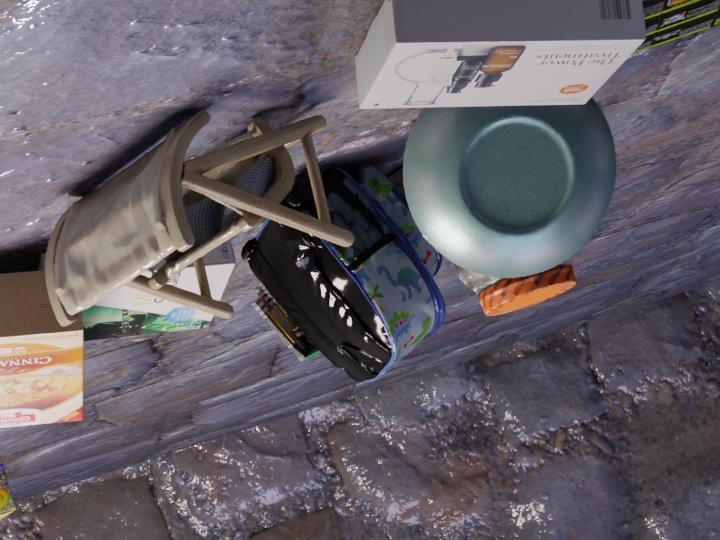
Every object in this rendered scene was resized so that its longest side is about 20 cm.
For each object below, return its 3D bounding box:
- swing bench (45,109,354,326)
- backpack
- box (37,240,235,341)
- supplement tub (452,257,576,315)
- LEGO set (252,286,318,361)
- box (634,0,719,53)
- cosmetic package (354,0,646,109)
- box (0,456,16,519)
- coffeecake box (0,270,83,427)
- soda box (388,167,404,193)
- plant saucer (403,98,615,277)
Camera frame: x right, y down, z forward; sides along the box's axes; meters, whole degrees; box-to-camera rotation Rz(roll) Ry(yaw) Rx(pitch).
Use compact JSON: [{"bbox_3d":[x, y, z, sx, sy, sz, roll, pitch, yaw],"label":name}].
[{"bbox_3d":[-0.149,-0.046,1.470,0.199,0.131,0.198,-1,161,-44],"label":"swing bench"},{"bbox_3d":[0.000,0.000,1.755,0.147,0.200,0.183,-36,176,-24],"label":"backpack"},{"bbox_3d":[-0.240,0.023,1.746,0.199,0.037,0.145,-5,151,-20],"label":"box"},{"bbox_3d":[0.135,-0.065,1.652,0.122,0.201,0.123,-19,170,-3],"label":"supplement tub"},{"bbox_3d":[-0.042,0.014,2.110,0.154,0.116,0.200,-47,-169,-33],"label":"LEGO set"},{"bbox_3d":[0.278,-0.244,1.414,0.199,0.048,0.193,-19,171,2],"label":"box"},{"bbox_3d":[0.106,-0.176,1.333,0.198,0.052,0.151,-2,169,-11],"label":"cosmetic package"},{"bbox_3d":[-0.535,0.238,2.056,0.121,0.194,0.200,-11,168,-35],"label":"box"},{"bbox_3d":[-0.356,0.083,1.683,0.152,0.074,0.200,-5,151,-12],"label":"coffeecake box"},{"bbox_3d":[0.082,-0.089,1.820,0.068,0.064,0.200,-10,166,-37],"label":"soda box"},{"bbox_3d":[0.140,-0.089,1.538,0.200,0.202,0.039,-18,-167,-2],"label":"plant saucer"}]
